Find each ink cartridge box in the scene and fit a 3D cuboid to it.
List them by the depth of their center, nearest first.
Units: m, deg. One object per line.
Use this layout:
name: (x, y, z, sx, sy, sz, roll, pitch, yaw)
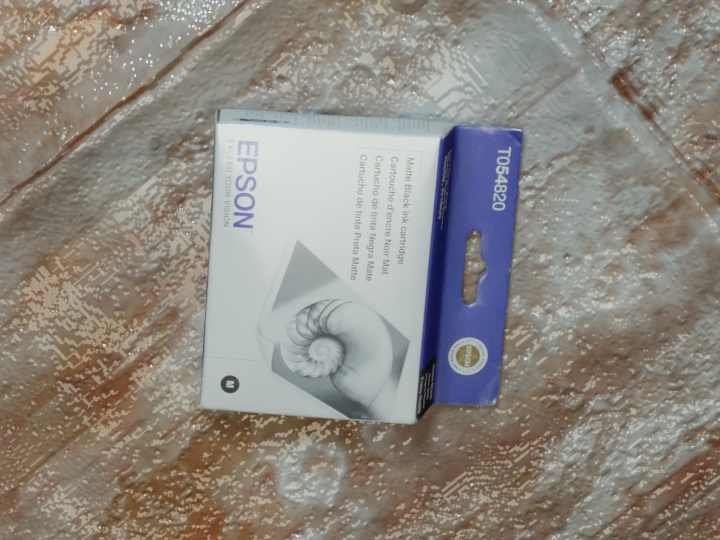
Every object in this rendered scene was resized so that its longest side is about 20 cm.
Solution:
ink cartridge box: (0.000, 0.000, 1.670, 0.198, 0.041, 0.201, 2, 110, -3)
